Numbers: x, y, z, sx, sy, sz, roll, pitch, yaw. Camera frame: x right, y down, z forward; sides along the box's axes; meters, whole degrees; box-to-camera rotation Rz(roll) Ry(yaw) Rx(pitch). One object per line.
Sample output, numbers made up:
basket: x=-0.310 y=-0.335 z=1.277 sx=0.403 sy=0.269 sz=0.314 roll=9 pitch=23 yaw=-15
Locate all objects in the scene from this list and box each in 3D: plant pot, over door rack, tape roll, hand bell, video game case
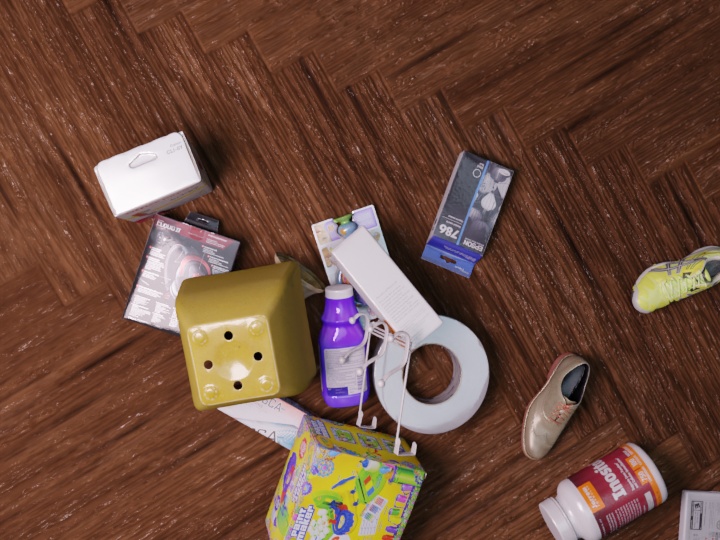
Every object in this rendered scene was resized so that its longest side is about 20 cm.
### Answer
plant pot: x=-0.176 y=0.110 z=1.230 sx=0.193 sy=0.200 sz=0.197 roll=-9 pitch=99 yaw=0
over door rack: x=0.024 y=0.180 z=1.290 sx=0.066 sy=0.147 sz=0.203 roll=-8 pitch=103 yaw=-25
tape roll: x=0.118 y=0.174 z=1.408 sx=0.197 sy=0.066 sz=0.203 roll=0 pitch=90 yaw=-5
hand bell: x=-0.157 y=0.080 z=1.382 sx=0.104 sy=0.104 sz=0.201 roll=35 pitch=98 yaw=-5
video game case: x=0.664 y=0.504 z=1.485 sx=0.180 sy=0.023 sz=0.203 roll=5 pitch=89 yaw=-5

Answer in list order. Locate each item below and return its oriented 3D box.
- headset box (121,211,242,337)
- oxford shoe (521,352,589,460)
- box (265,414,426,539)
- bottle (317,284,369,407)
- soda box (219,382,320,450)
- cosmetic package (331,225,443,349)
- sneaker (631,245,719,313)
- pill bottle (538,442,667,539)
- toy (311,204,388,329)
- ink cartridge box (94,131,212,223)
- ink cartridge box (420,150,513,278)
headset box: x=-0.290 y=0.005 z=1.363 sx=0.147 sy=0.075 sz=0.202 roll=18 pitch=89 yaw=-6
oxford shoe: x=0.338 y=0.238 z=1.425 sx=0.070 sy=0.075 sz=0.202 roll=22 pitch=88 yaw=-6
box: x=-0.028 y=0.368 z=1.329 sx=0.191 sy=0.122 sz=0.202 roll=17 pitch=101 yaw=-20
bottle: x=-0.030 y=0.126 z=1.376 sx=0.082 sy=0.065 sz=0.203 roll=-6 pitch=103 yaw=-10
soda box: x=-0.164 y=0.233 z=1.383 sx=0.199 sy=0.064 sz=0.069 roll=30 pitch=87 yaw=-4
cosmetic package: x=0.040 y=0.031 z=1.327 sx=0.071 sy=0.101 sz=0.201 roll=-39 pitch=85 yaw=-5
sneaker: x=0.570 y=0.011 z=1.446 sx=0.198 sy=0.076 sz=0.076 roll=-29 pitch=95 yaw=-4
pill bottle: x=0.415 y=0.393 z=1.414 sx=0.198 sy=0.113 sz=0.114 roll=-29 pitch=93 yaw=-5
toy: x=0.000 y=0.000 z=1.405 sx=0.114 sy=0.047 sz=0.202 roll=-18 pitch=91 yaw=-3
ink cartridge box: x=-0.321 y=-0.143 z=1.296 sx=0.144 sy=0.200 sz=0.084 roll=-24 pitch=92 yaw=-5
ink cartridge box: x=0.186 y=-0.097 z=1.428 sx=0.098 sy=0.039 sz=0.202 roll=20 pitch=89 yaw=-6
